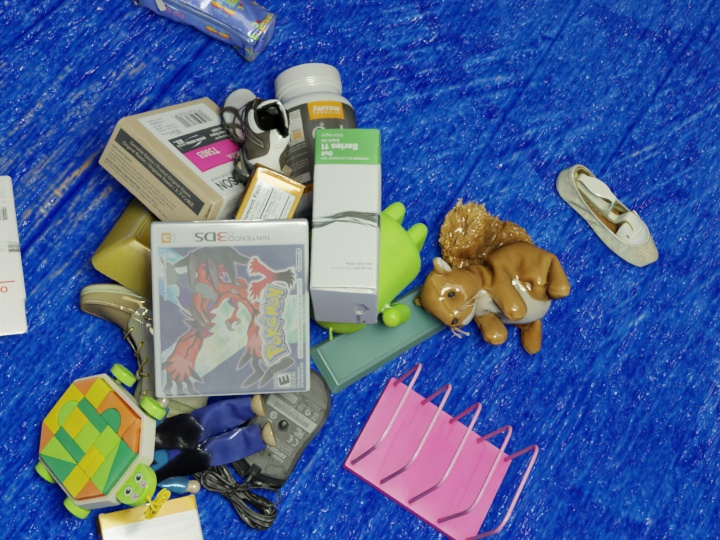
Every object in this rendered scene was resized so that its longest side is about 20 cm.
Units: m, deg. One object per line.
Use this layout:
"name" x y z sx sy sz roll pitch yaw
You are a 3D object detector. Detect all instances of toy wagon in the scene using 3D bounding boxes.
"toy wagon" -0.289 0.206 1.336 0.199 0.040 0.156 37 89 37

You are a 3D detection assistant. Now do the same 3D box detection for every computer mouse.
"computer mouse" -0.116 0.209 1.465 0.138 0.053 0.201 39 74 -1

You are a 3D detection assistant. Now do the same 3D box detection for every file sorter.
"file sorter" 0.107 0.234 1.489 0.199 0.125 0.140 34 63 -5

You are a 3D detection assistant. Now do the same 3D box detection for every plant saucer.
"plant saucer" 0.027 0.089 1.574 0.199 0.019 0.070 -29 82 -25
"plant saucer" -0.211 -0.031 1.475 0.198 0.049 0.201 31 41 -7

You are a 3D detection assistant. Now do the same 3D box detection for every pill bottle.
"pill bottle" -0.058 -0.170 1.583 0.115 0.116 0.203 -4 73 -21

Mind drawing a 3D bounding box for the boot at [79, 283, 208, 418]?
"boot" -0.268 0.112 1.433 0.198 0.072 0.157 20 68 -12

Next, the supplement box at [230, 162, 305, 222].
"supplement box" -0.134 -0.023 1.374 0.068 0.067 0.202 25 94 -12

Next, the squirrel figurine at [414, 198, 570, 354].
"squirrel figurine" 0.161 0.008 1.596 0.184 0.142 0.202 -2 56 -19

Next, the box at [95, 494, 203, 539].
"box" -0.234 0.375 1.365 0.117 0.041 0.203 -7 76 -23

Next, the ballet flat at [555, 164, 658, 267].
"ballet flat" 0.373 -0.080 1.734 0.199 0.062 0.068 40 63 -3

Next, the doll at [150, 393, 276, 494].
"doll" -0.205 0.200 1.378 0.197 0.048 0.138 -19 104 -3

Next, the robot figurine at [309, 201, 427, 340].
"robot figurine" 0.000 0.000 1.538 0.175 0.116 0.200 43 67 9

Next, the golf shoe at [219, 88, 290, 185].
"golf shoe" -0.122 -0.185 1.470 0.077 0.095 0.201 16 33 -29

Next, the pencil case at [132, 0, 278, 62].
"pencil case" -0.214 -0.363 1.617 0.198 0.078 0.087 26 35 -9

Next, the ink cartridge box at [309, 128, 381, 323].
"ink cartridge box" -0.016 -0.050 1.411 0.082 0.147 0.203 1 71 1

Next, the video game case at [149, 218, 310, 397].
"video game case" -0.148 0.043 1.338 0.179 0.023 0.203 -2 100 -8

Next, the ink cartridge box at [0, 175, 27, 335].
"ink cartridge box" -0.469 -0.006 1.403 0.114 0.067 0.203 -5 72 -21

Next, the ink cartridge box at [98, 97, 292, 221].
"ink cartridge box" -0.204 -0.131 1.475 0.164 0.075 0.200 40 28 10
